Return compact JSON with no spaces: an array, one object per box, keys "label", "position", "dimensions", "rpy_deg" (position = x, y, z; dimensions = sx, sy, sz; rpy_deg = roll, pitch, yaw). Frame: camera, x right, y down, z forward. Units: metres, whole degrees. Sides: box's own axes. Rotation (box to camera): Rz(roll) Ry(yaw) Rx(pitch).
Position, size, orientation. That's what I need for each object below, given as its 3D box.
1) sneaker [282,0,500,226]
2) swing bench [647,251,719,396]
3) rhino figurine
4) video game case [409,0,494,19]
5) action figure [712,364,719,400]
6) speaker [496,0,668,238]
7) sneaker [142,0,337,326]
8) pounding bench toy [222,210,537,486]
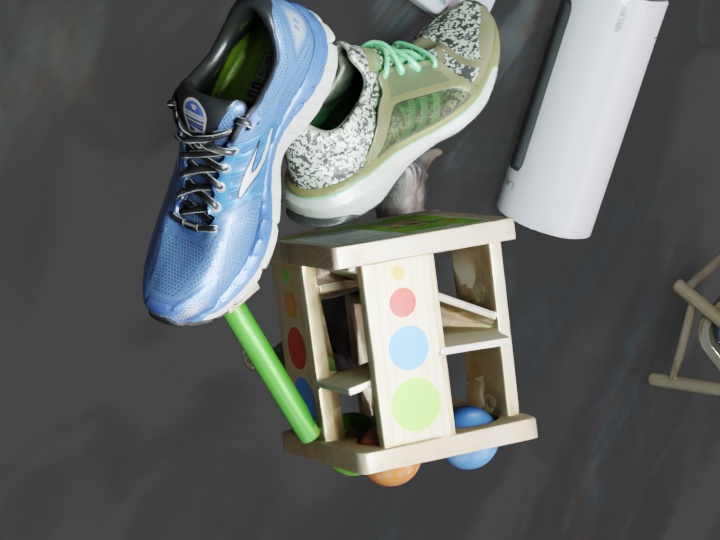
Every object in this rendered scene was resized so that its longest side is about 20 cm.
[{"label":"sneaker","position":[0.018,-0.118,1.460],"dimensions":[0.200,0.077,0.089],"rpy_deg":[-48,137,-27]},{"label":"swing bench","position":[0.440,0.067,2.396],"dimensions":[0.199,0.199,0.130],"rpy_deg":[-35,143,-50]},{"label":"rhino figurine","position":[0.000,0.000,1.550],"dimensions":[0.201,0.060,0.087],"rpy_deg":[-58,150,-10]},{"label":"video game case","position":[0.075,-0.258,1.506],"dimensions":[0.183,0.024,0.200],"rpy_deg":[-66,158,2]},{"label":"action figure","position":[0.453,0.121,2.617],"dimensions":[0.119,0.101,0.201],"rpy_deg":[65,27,-51]},{"label":"speaker","position":[0.171,-0.128,1.770],"dimensions":[0.081,0.081,0.201],"rpy_deg":[-20,130,-59]},{"label":"sneaker","position":[-0.084,-0.067,1.302],"dimensions":[0.089,0.078,0.201],"rpy_deg":[30,77,-60]},{"label":"pounding bench toy","position":[-0.010,0.056,1.428],"dimensions":[0.199,0.124,0.157],"rpy_deg":[-10,97,-25]}]
